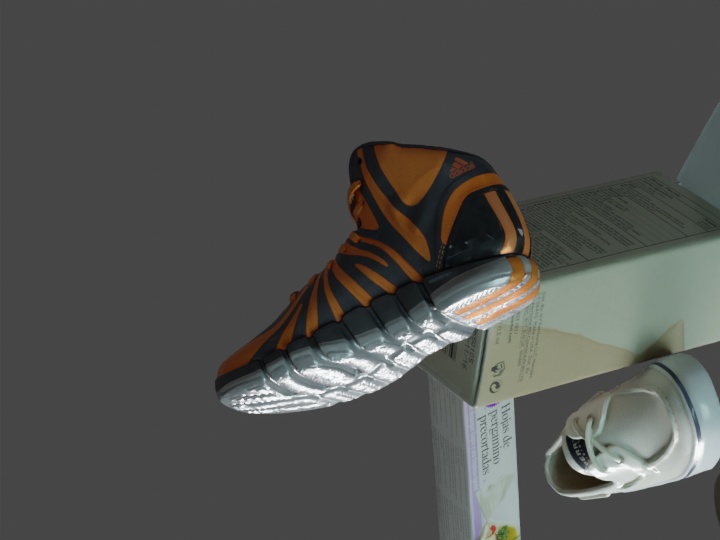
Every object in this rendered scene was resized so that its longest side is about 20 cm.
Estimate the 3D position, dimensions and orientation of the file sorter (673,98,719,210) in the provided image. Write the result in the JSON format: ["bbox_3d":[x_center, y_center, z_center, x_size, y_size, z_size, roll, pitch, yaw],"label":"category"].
[{"bbox_3d":[0.308,-0.071,1.506,0.125,0.139,0.200,22,100,-47],"label":"file sorter"}]

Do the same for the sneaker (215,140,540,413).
[{"bbox_3d":[0.000,0.000,1.345,0.200,0.112,0.078,-25,156,17],"label":"sneaker"}]

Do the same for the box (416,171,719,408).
[{"bbox_3d":[0.124,0.008,1.433,0.200,0.095,0.078,-12,122,-32],"label":"box"}]

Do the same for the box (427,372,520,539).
[{"bbox_3d":[0.072,0.138,1.503,0.039,0.041,0.200,-24,127,-27],"label":"box"}]

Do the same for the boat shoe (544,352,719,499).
[{"bbox_3d":[0.158,0.102,1.476,0.070,0.200,0.071,-18,82,-16],"label":"boat shoe"}]

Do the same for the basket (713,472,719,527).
[{"bbox_3d":[0.356,0.147,1.668,0.200,0.136,0.180,-25,85,-18],"label":"basket"}]
